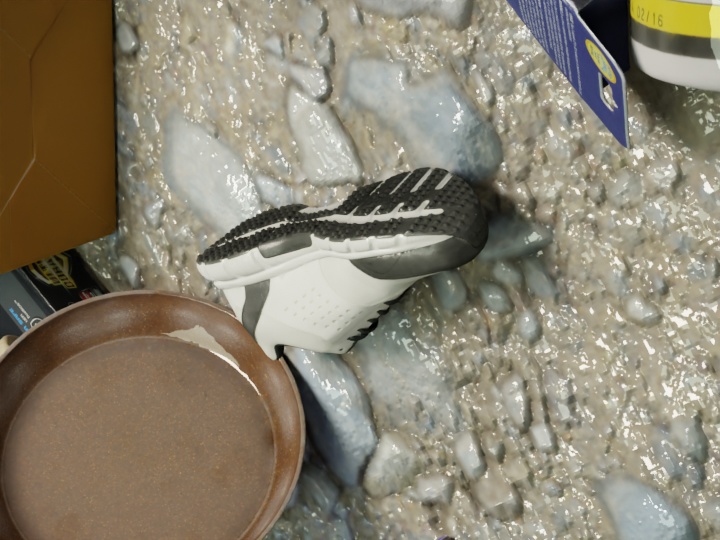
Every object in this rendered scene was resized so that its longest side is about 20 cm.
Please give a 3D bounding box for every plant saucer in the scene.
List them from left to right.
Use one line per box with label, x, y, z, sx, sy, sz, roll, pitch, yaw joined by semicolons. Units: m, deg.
plant saucer;-0.130;0.105;1.120;0.200;0.200;0.035;40;159;24

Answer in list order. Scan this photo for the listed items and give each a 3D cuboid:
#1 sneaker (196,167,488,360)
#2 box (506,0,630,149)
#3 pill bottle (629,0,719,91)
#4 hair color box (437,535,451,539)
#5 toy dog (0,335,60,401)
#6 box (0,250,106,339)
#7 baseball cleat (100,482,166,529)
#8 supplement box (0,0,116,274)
sneaker;0.000;0.000;1.038;0.200;0.074;0.080;-11;113;48
box;0.072;-0.152;0.874;0.032;0.121;0.200;-35;75;0
pill bottle;0.165;-0.180;0.779;0.111;0.111;0.200;13;114;39
hair color box;0.014;0.254;1.117;0.109;0.065;0.200;53;131;14
toy dog;-0.280;0.047;1.202;0.200;0.096;0.132;19;85;32
box;-0.191;0.092;1.251;0.200;0.046;0.159;49;132;16
baseball cleat;-0.194;0.146;1.195;0.200;0.070;0.107;-30;80;41
supplement box;-0.267;-0.122;1.177;0.200;0.133;0.198;19;118;36
